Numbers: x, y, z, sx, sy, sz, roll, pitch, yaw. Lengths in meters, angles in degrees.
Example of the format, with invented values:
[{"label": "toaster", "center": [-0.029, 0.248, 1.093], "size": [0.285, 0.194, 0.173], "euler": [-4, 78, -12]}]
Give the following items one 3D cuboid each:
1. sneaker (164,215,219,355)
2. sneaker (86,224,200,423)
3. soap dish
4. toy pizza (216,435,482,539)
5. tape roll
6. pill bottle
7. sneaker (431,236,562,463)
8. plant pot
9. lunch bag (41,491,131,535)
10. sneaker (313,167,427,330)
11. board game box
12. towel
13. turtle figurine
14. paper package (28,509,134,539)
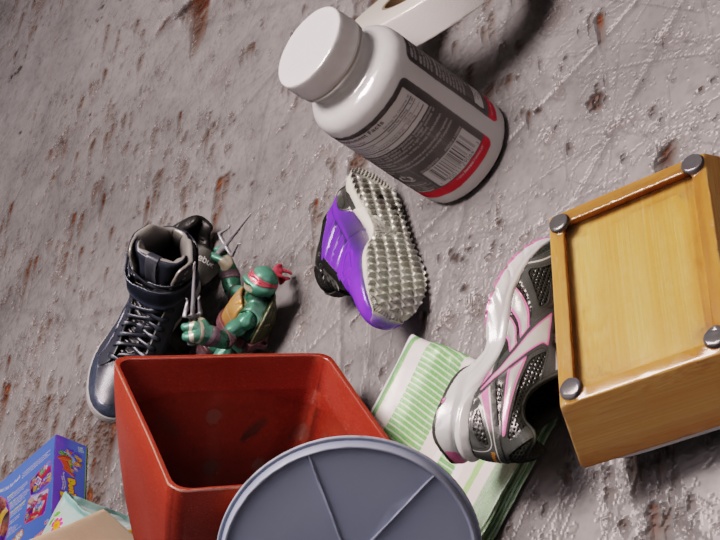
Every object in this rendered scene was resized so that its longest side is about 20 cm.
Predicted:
[{"label": "sneaker", "center": [-0.200, 0.013, 1.533], "size": [0.090, 0.066, 0.200], "euler": [-38, 37, 34]}, {"label": "sneaker", "center": [-0.226, 0.046, 1.397], "size": [0.146, 0.077, 0.202], "euler": [106, -174, -63]}, {"label": "soap dish", "center": [0.208, 0.022, 0.956], "size": [0.157, 0.081, 0.200], "euler": [-23, 46, 31]}, {"label": "toy pizza", "center": [-0.008, 0.213, 1.024], "size": [0.200, 0.200, 0.032], "euler": [-52, 13, 12]}, {"label": "tape roll", "center": [0.076, -0.269, 1.326], "size": [0.203, 0.037, 0.203], "euler": [-33, 16, 11]}, {"label": "pill bottle", "center": [0.027, -0.152, 1.235], "size": [0.111, 0.200, 0.111], "euler": [-33, 41, 34]}, {"label": "sneaker", "center": [0.137, 0.068, 1.039], "size": [0.086, 0.080, 0.200], "euler": [9, 61, 34]}, {"label": "plant pot", "center": [-0.100, 0.195, 1.144], "size": [0.200, 0.200, 0.176], "euler": [-129, 46, -55]}, {"label": "lunch bag", "center": [-0.244, 0.330, 1.306], "size": [0.200, 0.122, 0.170], "euler": [22, 82, 48]}, {"label": "sneaker", "center": [0.000, 0.000, 1.286], "size": [0.100, 0.070, 0.200], "euler": [-48, 31, 29]}, {"label": "board game box", "center": [-0.398, 0.301, 1.596], "size": [0.200, 0.045, 0.135], "euler": [-39, 39, 29]}, {"label": "towel", "center": [0.066, 0.142, 1.123], "size": [0.200, 0.023, 0.153], "euler": [24, 84, 57]}, {"label": "turtle figurine", "center": [-0.138, 0.051, 1.390], "size": [0.200, 0.101, 0.150], "euler": [-62, 3, 25]}, {"label": "paper package", "center": [-0.215, 0.313, 1.141], "size": [0.200, 0.191, 0.104], "euler": [37, 105, 14]}]
